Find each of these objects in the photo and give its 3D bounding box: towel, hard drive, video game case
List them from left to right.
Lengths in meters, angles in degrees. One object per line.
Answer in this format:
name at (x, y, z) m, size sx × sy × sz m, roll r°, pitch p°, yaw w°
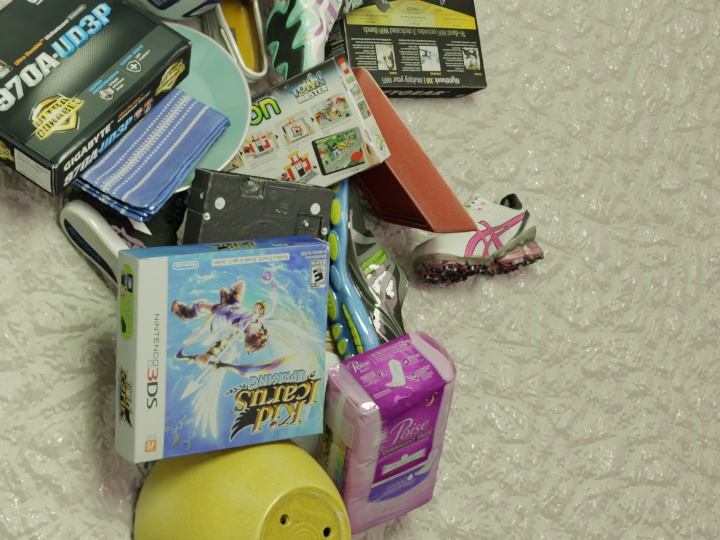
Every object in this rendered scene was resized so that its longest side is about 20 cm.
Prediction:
towel at (-0.235, -0.140, 1.418) m, size 0.199 × 0.024 × 0.145 m, roll 30°, pitch 58°, yaw 10°
video game case at (-0.121, 0.068, 1.385) m, size 0.199 × 0.045 × 0.183 m, roll -6°, pitch 105°, yaw -34°
hard drive at (-0.105, 0.013, 1.433) m, size 0.139 × 0.038 × 0.202 m, roll 5°, pitch 97°, yaw -35°

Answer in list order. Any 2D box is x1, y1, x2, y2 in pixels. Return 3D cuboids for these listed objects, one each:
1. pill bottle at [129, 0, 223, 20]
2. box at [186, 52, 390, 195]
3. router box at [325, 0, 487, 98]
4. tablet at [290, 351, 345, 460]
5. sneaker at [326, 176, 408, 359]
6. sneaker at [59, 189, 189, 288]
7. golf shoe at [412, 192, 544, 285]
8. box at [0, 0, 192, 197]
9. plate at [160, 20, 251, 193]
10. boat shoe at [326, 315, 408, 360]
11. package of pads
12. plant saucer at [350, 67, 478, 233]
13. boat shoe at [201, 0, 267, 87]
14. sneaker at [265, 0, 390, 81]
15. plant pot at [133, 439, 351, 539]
pill bottle at (-0.159, -0.304, 1.465) m, size 0.110 × 0.199 × 0.112 m, roll 9°, pitch 75°, yaw -36°
box at (-0.082, -0.118, 1.494) m, size 0.111 × 0.199 × 0.035 m, roll 65°, pitch 22°, yaw -7°
router box at (0.042, -0.273, 1.709) m, size 0.199 × 0.052 × 0.159 m, roll -4°, pitch 84°, yaw -38°
tablet at (-0.071, 0.134, 1.523) m, size 0.199 × 0.014 × 0.131 m, roll 22°, pitch 99°, yaw -33°
sneaker at (0.000, 0.000, 1.527) m, size 0.082 × 0.071 × 0.201 m, roll -14°, pitch 87°, yaw -39°
sneaker at (-0.182, -0.015, 1.468) m, size 0.201 × 0.073 × 0.112 m, roll 52°, pitch 56°, yaw -15°
golf shoe at (0.120, -0.037, 1.713) m, size 0.199 × 0.072 × 0.093 m, roll -10°, pitch 80°, yaw -48°
box at (-0.272, -0.177, 1.399) m, size 0.158 × 0.046 × 0.200 m, roll 33°, pitch 56°, yaw 13°
plate at (-0.202, -0.150, 1.461) m, size 0.198 × 0.026 × 0.202 m, roll 3°, pitch 61°, yaw -5°
boat shoe at (-0.029, 0.059, 1.560) m, size 0.199 × 0.071 × 0.065 m, roll -9°, pitch 125°, yaw -37°
package of pads at (0.022, 0.163, 1.503) m, size 0.120 × 0.201 × 0.076 m, roll -22°, pitch 50°, yaw -29°
plant saucer at (0.018, -0.115, 1.582) m, size 0.037 × 0.200 × 0.200 m, roll -40°, pitch 106°, yaw -11°
boat shoe at (-0.132, -0.283, 1.566) m, size 0.070 × 0.070 × 0.202 m, roll -5°, pitch 84°, yaw -38°
sneaker at (-0.027, -0.268, 1.573) m, size 0.139 × 0.078 × 0.202 m, roll 7°, pitch 65°, yaw -35°
plant pot at (-0.089, 0.241, 1.425) m, size 0.199 × 0.142 × 0.202 m, roll 2°, pitch 87°, yaw -34°
